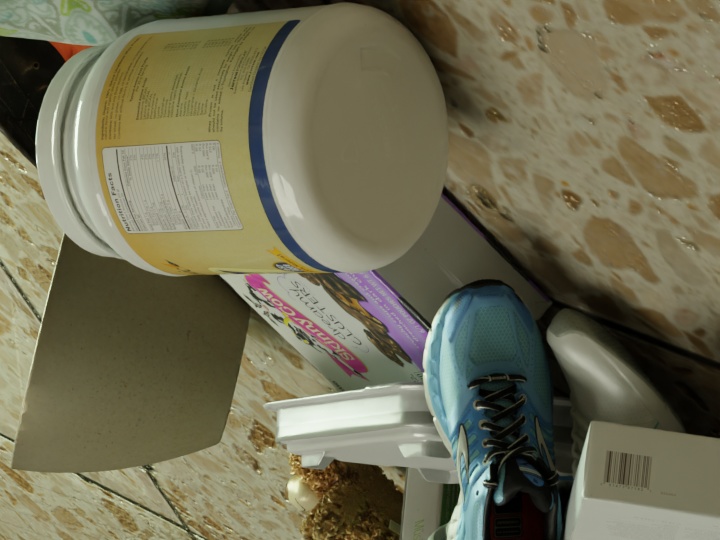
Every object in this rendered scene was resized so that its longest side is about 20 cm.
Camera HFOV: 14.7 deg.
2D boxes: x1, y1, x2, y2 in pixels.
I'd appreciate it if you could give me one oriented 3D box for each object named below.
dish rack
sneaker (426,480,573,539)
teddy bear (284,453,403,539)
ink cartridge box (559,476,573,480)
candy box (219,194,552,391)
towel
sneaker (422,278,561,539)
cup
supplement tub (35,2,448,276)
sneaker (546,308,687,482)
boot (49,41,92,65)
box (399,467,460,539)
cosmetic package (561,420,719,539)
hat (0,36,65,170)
[{"bbox_3d":[0.050,0.104,1.742,0.171,0.044,0.200,8,170,-31],"label":"dish rack"},{"bbox_3d":[0.122,0.179,1.718,0.074,0.089,0.200,35,175,36],"label":"sneaker"},{"bbox_3d":[0.008,0.196,2.032,0.200,0.145,0.067,45,117,3],"label":"teddy bear"},{"bbox_3d":[0.093,0.249,1.846,0.084,0.200,0.145,24,141,46],"label":"ink cartridge box"},{"bbox_3d":[0.000,0.000,1.724,0.168,0.072,0.200,44,159,-11],"label":"candy box"},{"bbox_3d":[-0.151,-0.175,1.545,0.170,0.049,0.200,5,163,-12],"label":"towel"},{"bbox_3d":[0.088,0.104,1.594,0.090,0.078,0.202,178,84,-75],"label":"sneaker"},{"bbox_3d":[-0.158,0.058,1.995,0.142,0.202,0.200,12,159,-4],"label":"cup"},{"bbox_3d":[-0.067,-0.070,1.541,0.199,0.145,0.145,-1,137,39],"label":"supplement tub"},{"bbox_3d":[0.156,0.109,1.643,0.201,0.080,0.070,55,-177,-28],"label":"sneaker"},{"bbox_3d":[-0.153,-0.110,1.696,0.200,0.108,0.075,37,-163,16],"label":"boot"},{"bbox_3d":[0.087,0.238,1.975,0.036,0.145,0.200,-18,127,21],"label":"box"},{"bbox_3d":[0.215,0.145,1.558,0.199,0.052,0.151,9,153,1],"label":"cosmetic package"},{"bbox_3d":[-0.209,-0.135,1.776,0.201,0.081,0.201,54,-175,-7],"label":"hat"}]
